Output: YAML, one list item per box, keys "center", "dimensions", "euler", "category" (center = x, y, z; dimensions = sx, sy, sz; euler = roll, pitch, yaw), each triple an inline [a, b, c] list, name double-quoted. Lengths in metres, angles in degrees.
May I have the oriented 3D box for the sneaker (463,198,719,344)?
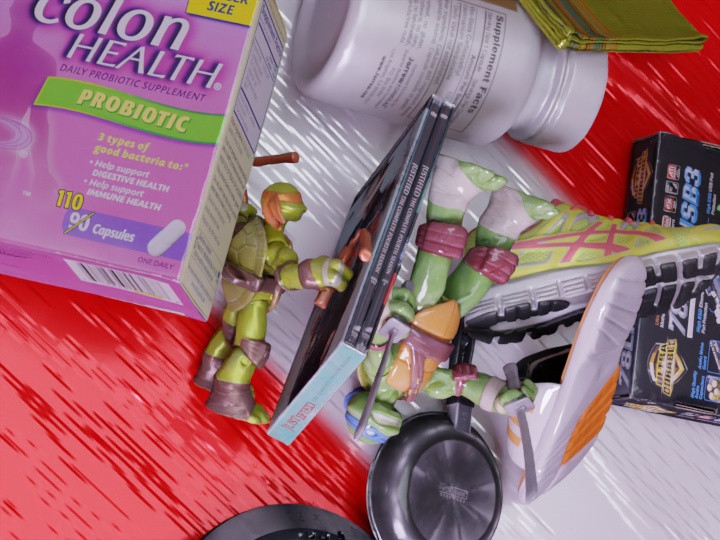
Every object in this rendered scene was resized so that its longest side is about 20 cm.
- center: [0.163, -0.015, 1.486]
  dimensions: [0.198, 0.078, 0.091]
  euler: [-10, 62, -5]
  category: "sneaker"

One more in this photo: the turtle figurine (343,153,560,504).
- center: [0.071, 0.037, 1.379]
  dimensions: [0.143, 0.200, 0.195]
  euler: [23, 88, -12]
  category: "turtle figurine"

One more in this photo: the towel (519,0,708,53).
- center: [0.171, -0.189, 1.497]
  dimensions: [0.199, 0.018, 0.086]
  euler: [-6, 57, -53]
  category: "towel"

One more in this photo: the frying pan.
- center: [0.073, 0.125, 1.475]
  dimensions: [0.115, 0.031, 0.191]
  euler: [44, 64, -23]
  category: "frying pan"

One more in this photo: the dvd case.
- center: [0.000, 0.000, 1.369]
  dimensions: [0.022, 0.146, 0.201]
  euler: [27, 57, -8]
  category: "dvd case"

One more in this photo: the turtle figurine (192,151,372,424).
- center: [-0.062, 0.012, 1.361]
  dimensions: [0.064, 0.200, 0.162]
  euler: [9, 103, -31]
  category: "turtle figurine"

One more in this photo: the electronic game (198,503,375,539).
- center: [-0.044, 0.254, 1.400]
  dimensions: [0.199, 0.042, 0.202]
  euler: [7, 74, -27]
  category: "electronic game"

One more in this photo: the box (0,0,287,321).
- center: [-0.158, -0.092, 1.326]
  dimensions: [0.175, 0.097, 0.201]
  euler: [13, 76, 10]
  category: "box"

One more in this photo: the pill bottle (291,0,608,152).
- center: [0.063, -0.149, 1.459]
  dimensions: [0.199, 0.114, 0.115]
  euler: [15, 78, -22]
  category: "pill bottle"

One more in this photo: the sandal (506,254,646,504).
- center: [0.140, 0.066, 1.461]
  dimensions: [0.059, 0.208, 0.079]
  euler: [33, 35, 25]
  category: "sandal"

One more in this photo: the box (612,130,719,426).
- center: [0.284, 0.016, 1.570]
  dimensions: [0.197, 0.050, 0.202]
  euler: [11, 78, -19]
  category: "box"
